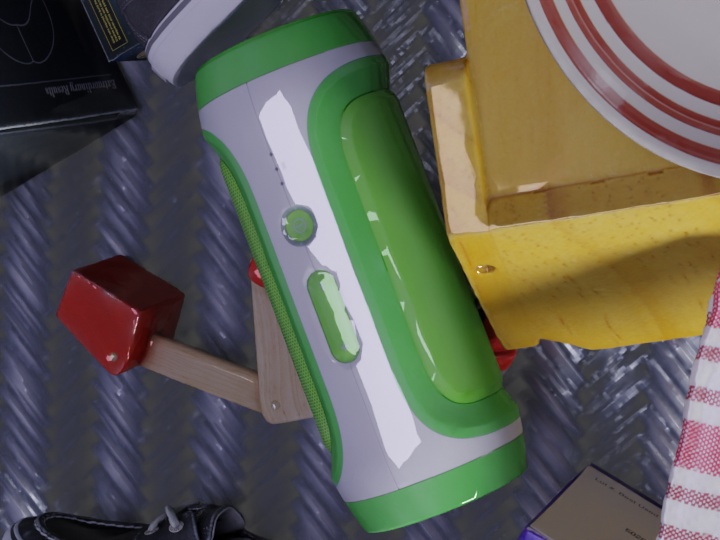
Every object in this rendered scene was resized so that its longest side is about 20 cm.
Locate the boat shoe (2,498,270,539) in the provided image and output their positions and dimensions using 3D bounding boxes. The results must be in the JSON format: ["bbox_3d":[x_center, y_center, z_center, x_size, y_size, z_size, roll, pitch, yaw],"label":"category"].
[{"bbox_3d":[-0.078,0.141,0.885,0.198,0.072,0.069,16,106,18],"label":"boat shoe"}]

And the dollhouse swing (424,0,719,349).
[{"bbox_3d":[0.132,-0.088,0.734,0.198,0.182,0.178,-10,67,11],"label":"dollhouse swing"}]

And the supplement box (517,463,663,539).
[{"bbox_3d":[0.085,0.204,0.808,0.101,0.103,0.202,29,110,15],"label":"supplement box"}]

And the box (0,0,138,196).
[{"bbox_3d":[-0.217,-0.133,0.862,0.106,0.148,0.202,-27,86,25],"label":"box"}]

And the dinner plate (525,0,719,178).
[{"bbox_3d":[0.145,-0.129,0.620,0.198,0.024,0.203,-1,103,-5],"label":"dinner plate"}]

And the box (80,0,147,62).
[{"bbox_3d":[-0.096,-0.217,0.857,0.136,0.038,0.202,-26,87,24],"label":"box"}]

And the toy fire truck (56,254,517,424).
[{"bbox_3d":[-0.030,0.018,0.858,0.199,0.049,0.142,33,110,15],"label":"toy fire truck"}]

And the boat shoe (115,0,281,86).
[{"bbox_3d":[-0.034,-0.166,0.785,0.066,0.070,0.200,49,117,6],"label":"boat shoe"}]

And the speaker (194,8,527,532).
[{"bbox_3d":[0.000,0.000,0.768,0.088,0.088,0.202,-21,89,24],"label":"speaker"}]

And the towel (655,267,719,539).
[{"bbox_3d":[0.183,0.104,0.699,0.145,0.030,0.202,12,99,8],"label":"towel"}]
